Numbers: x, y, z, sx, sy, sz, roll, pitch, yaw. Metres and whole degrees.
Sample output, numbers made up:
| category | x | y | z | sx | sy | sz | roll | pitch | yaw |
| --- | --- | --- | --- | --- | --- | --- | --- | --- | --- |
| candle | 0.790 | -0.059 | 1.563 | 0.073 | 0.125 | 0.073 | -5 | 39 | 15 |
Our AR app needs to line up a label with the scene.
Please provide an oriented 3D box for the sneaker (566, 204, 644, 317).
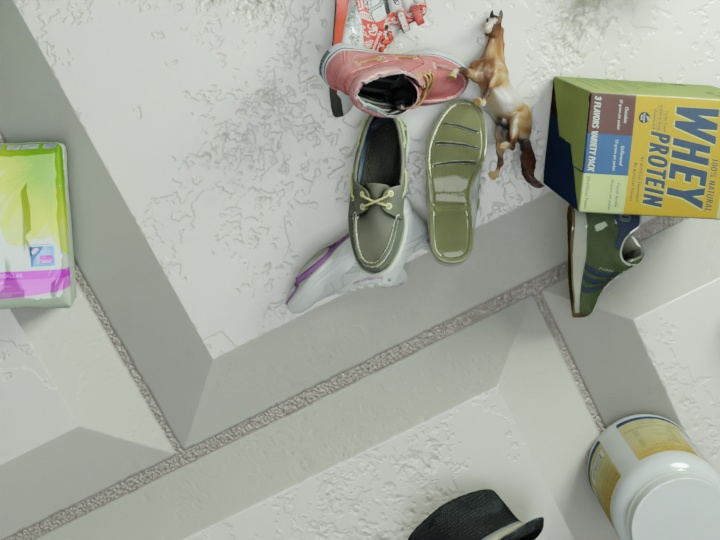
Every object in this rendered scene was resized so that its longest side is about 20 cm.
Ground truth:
| category | x | y | z | sx | sy | sz | roll | pitch | yaw |
| --- | --- | --- | --- | --- | --- | --- | --- | --- | --- |
| sneaker | 0.294 | -0.009 | 1.554 | 0.090 | 0.067 | 0.200 | -4 | 144 | 6 |

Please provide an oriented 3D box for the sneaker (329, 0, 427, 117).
| category | x | y | z | sx | sy | sz | roll | pitch | yaw |
| --- | --- | --- | --- | --- | --- | --- | --- | --- | --- |
| sneaker | 0.021 | -0.277 | 1.524 | 0.108 | 0.067 | 0.202 | 4 | 101 | -2 |

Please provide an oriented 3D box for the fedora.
| category | x | y | z | sx | sy | sz | roll | pitch | yaw |
| --- | --- | --- | --- | --- | --- | --- | --- | --- | --- |
| fedora | 0.131 | 0.342 | 1.654 | 0.201 | 0.201 | 0.092 | -35 | 70 | 6 |

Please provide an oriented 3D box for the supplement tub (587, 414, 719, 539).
| category | x | y | z | sx | sy | sz | roll | pitch | yaw |
| --- | --- | --- | --- | --- | --- | --- | --- | --- | --- |
| supplement tub | 0.370 | 0.275 | 1.609 | 0.144 | 0.200 | 0.145 | -1 | 104 | -3 |

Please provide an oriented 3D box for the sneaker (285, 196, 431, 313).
| category | x | y | z | sx | sy | sz | roll | pitch | yaw |
| --- | --- | --- | --- | --- | --- | --- | --- | --- | --- |
| sneaker | 0.000 | 0.000 | 1.586 | 0.200 | 0.075 | 0.100 | -38 | 102 | 6 |

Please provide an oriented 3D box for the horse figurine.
| category | x | y | z | sx | sy | sz | roll | pitch | yaw |
| --- | --- | --- | --- | --- | --- | --- | --- | --- | --- |
| horse figurine | 0.165 | -0.192 | 1.538 | 0.050 | 0.133 | 0.200 | -15 | 112 | 33 |

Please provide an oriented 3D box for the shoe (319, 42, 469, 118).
| category | x | y | z | sx | sy | sz | roll | pitch | yaw |
| --- | --- | --- | --- | --- | --- | --- | --- | --- | --- |
| shoe | 0.056 | -0.211 | 1.492 | 0.200 | 0.091 | 0.072 | 2 | 120 | -32 |

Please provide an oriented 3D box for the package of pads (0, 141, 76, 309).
| category | x | y | z | sx | sy | sz | roll | pitch | yaw |
| --- | --- | --- | --- | --- | --- | --- | --- | --- | --- |
| package of pads | -0.426 | -0.053 | 1.555 | 0.154 | 0.068 | 0.200 | -2 | 103 | -4 |

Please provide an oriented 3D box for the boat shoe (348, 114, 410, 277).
| category | x | y | z | sx | sy | sz | roll | pitch | yaw |
| --- | --- | --- | --- | --- | --- | --- | --- | --- | --- |
| boat shoe | 0.020 | -0.094 | 1.527 | 0.072 | 0.060 | 0.202 | 2 | 73 | 12 |

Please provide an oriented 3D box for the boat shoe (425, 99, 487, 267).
| category | x | y | z | sx | sy | sz | roll | pitch | yaw |
| --- | --- | --- | --- | --- | --- | --- | --- | --- | --- |
| boat shoe | 0.110 | -0.104 | 1.570 | 0.075 | 0.068 | 0.200 | 8 | 83 | 0 |

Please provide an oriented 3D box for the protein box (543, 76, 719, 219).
| category | x | y | z | sx | sy | sz | roll | pitch | yaw |
| --- | --- | --- | --- | --- | --- | --- | --- | --- | --- |
| protein box | 0.334 | -0.144 | 1.505 | 0.200 | 0.199 | 0.135 | 3 | 103 | -4 |
